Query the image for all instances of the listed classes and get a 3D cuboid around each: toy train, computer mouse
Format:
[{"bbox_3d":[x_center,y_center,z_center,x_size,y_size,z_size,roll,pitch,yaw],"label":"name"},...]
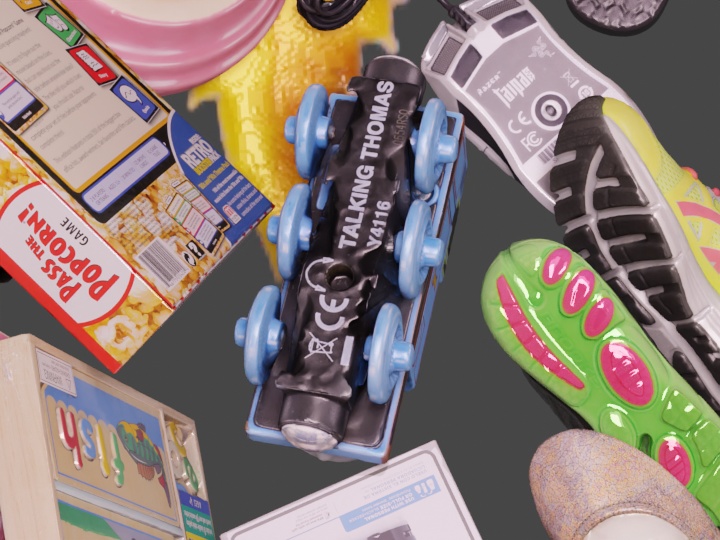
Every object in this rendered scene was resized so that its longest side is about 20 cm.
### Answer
[{"bbox_3d":[0.000,0.000,1.176,0.086,0.114,0.201,8,67,11],"label":"toy train"},{"bbox_3d":[0.069,-0.098,1.248,0.110,0.044,0.200,-40,84,-10],"label":"computer mouse"}]

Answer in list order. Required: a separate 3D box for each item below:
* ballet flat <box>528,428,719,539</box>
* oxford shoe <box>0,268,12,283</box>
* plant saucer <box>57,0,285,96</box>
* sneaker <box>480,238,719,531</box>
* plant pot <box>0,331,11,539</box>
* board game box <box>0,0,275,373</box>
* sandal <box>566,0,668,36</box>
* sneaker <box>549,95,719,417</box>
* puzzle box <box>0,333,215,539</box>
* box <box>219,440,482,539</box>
[{"bbox_3d":[0.148,0.157,1.124,0.068,0.067,0.200,-39,99,16],"label":"ballet flat"},{"bbox_3d":[-0.178,-0.044,1.210,0.199,0.073,0.085,25,74,6],"label":"oxford shoe"},{"bbox_3d":[-0.113,-0.188,1.227,0.200,0.051,0.202,8,74,-29],"label":"plant saucer"},{"bbox_3d":[0.131,0.068,1.183,0.077,0.084,0.201,-29,94,11],"label":"sneaker"},{"bbox_3d":[-0.216,0.119,1.102,0.199,0.200,0.179,22,57,5],"label":"plant pot"},{"bbox_3d":[-0.143,-0.062,1.113,0.200,0.152,0.046,44,114,-2],"label":"board game box"},{"bbox_3d":[0.158,-0.217,1.303,0.075,0.045,0.201,21,86,10],"label":"sandal"},{"bbox_3d":[0.168,-0.009,1.200,0.090,0.078,0.200,-42,107,-24],"label":"sneaker"},{"bbox_3d":[-0.108,0.113,1.096,0.025,0.200,0.134,-15,73,13],"label":"puzzle box"},{"bbox_3d":[0.025,0.195,1.146,0.116,0.060,0.201,-22,74,-9],"label":"box"}]
